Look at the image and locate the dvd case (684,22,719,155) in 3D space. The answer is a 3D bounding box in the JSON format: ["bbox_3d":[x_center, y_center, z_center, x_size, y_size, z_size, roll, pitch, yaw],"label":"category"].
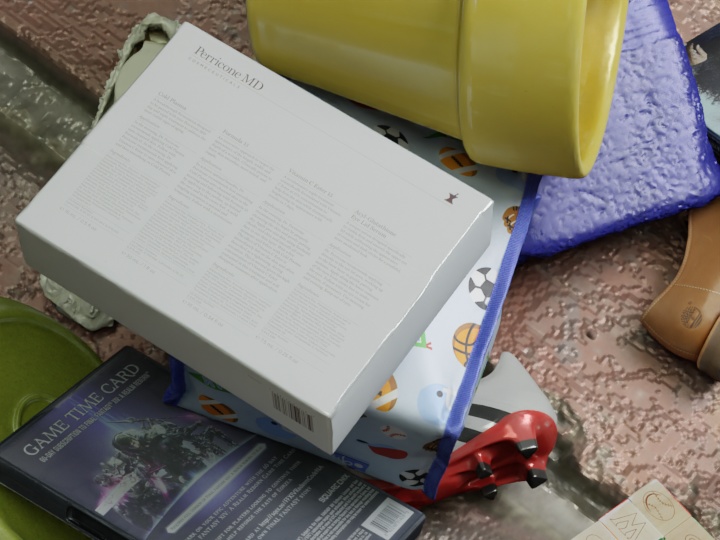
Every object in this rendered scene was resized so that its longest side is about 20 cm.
[{"bbox_3d":[0.272,-0.106,1.532,0.145,0.022,0.200,-30,38,-12],"label":"dvd case"}]

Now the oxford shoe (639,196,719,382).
[{"bbox_3d":[0.233,-0.034,1.536,0.071,0.071,0.200,29,70,19],"label":"oxford shoe"}]

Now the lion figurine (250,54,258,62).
[{"bbox_3d":[-0.031,-0.027,1.536,0.200,0.072,0.122,47,66,1],"label":"lion figurine"}]

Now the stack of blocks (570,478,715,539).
[{"bbox_3d":[0.095,0.201,1.365,0.059,0.115,0.199,46,42,16],"label":"stack of blocks"}]

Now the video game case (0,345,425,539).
[{"bbox_3d":[-0.081,0.119,1.383,0.199,0.019,0.143,28,33,15],"label":"video game case"}]

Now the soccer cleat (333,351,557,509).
[{"bbox_3d":[0.014,0.103,1.481,0.199,0.069,0.086,-17,49,-2],"label":"soccer cleat"}]

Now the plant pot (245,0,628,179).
[{"bbox_3d":[0.044,-0.160,1.400,0.187,0.201,0.202,8,68,11],"label":"plant pot"}]

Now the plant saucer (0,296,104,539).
[{"bbox_3d":[-0.177,0.098,1.419,0.031,0.199,0.201,-28,65,31],"label":"plant saucer"}]

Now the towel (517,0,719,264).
[{"bbox_3d":[0.119,-0.116,1.518,0.147,0.050,0.201,-17,87,-8],"label":"towel"}]

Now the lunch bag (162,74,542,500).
[{"bbox_3d":[0.000,0.000,1.427,0.169,0.124,0.201,19,65,0],"label":"lunch bag"}]

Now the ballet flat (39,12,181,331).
[{"bbox_3d":[-0.146,-0.066,1.543,0.071,0.072,0.201,14,69,5],"label":"ballet flat"}]

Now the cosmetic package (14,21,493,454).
[{"bbox_3d":[-0.054,-0.020,1.337,0.199,0.052,0.151,31,67,17],"label":"cosmetic package"}]
